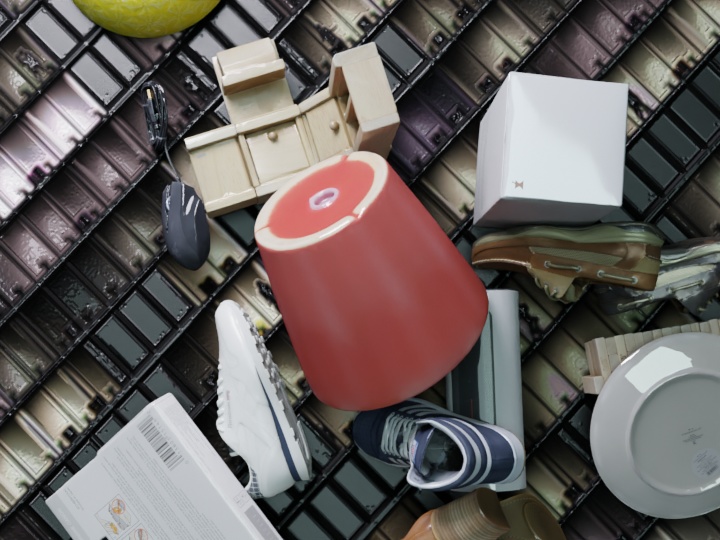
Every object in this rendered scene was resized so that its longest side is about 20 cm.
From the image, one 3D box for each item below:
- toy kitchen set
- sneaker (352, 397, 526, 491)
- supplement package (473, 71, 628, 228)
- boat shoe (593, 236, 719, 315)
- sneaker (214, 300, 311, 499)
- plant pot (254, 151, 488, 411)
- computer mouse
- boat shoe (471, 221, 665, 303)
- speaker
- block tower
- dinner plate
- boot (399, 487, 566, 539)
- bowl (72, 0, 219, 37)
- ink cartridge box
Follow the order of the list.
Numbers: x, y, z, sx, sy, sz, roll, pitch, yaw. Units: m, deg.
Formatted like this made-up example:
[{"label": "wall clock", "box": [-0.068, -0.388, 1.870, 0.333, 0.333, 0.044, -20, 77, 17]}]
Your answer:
[{"label": "toy kitchen set", "box": [-0.085, -0.173, 1.166, 0.197, 0.180, 0.166, -18, 84, -6]}, {"label": "sneaker", "box": [0.050, 0.165, 1.133, 0.198, 0.108, 0.072, 7, 91, 38]}, {"label": "supplement package", "box": [0.182, -0.108, 1.157, 0.115, 0.200, 0.119, 5, 85, -1]}, {"label": "boat shoe", "box": [0.337, 0.008, 1.222, 0.196, 0.074, 0.075, -7, 95, 7]}, {"label": "sneaker", "box": [-0.116, 0.131, 1.195, 0.079, 0.076, 0.203, -21, 84, 6]}, {"label": "plant pot", "box": [0.000, 0.000, 1.115, 0.199, 0.201, 0.179, -32, 120, -4]}, {"label": "computer mouse", "box": [-0.200, -0.097, 1.216, 0.034, 0.058, 0.203, -13, 83, -35]}, {"label": "boat shoe", "box": [0.205, -0.006, 1.179, 0.197, 0.075, 0.075, -3, 83, 30]}, {"label": "speaker", "box": [0.126, 0.123, 1.196, 0.080, 0.081, 0.204, -1, 85, -2]}, {"label": "block tower", "box": [0.328, 0.084, 1.217, 0.196, 0.054, 0.059, -11, 84, -3]}, {"label": "dinner plate", "box": [0.331, 0.162, 1.192, 0.196, 0.024, 0.204, -1, 106, -5]}, {"label": "boot", "box": [0.112, 0.291, 1.174, 0.155, 0.199, 0.078, -37, 53, 24]}, {"label": "bowl", "box": [-0.228, -0.353, 1.216, 0.196, 0.108, 0.204, 0, 85, -2]}, {"label": "ink cartridge box", "box": [-0.198, 0.257, 1.193, 0.176, 0.045, 0.201, -40, 86, 20]}]
